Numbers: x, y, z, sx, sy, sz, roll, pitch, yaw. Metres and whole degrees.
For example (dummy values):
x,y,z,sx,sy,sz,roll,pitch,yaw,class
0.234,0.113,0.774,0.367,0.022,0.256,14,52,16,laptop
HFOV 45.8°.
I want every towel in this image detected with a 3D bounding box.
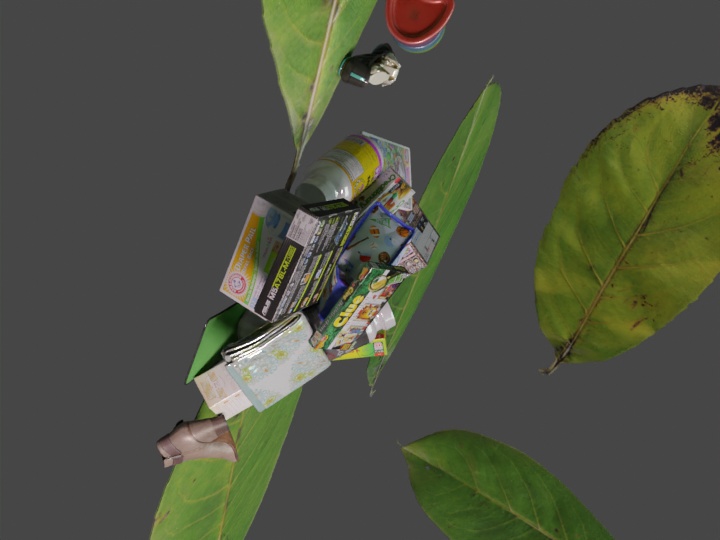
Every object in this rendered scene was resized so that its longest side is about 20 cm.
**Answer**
x,y,z,sx,sy,sz,roll,pitch,yaw,class
-0.153,0.168,1.585,0.171,0.048,0.200,-30,142,-6,towel

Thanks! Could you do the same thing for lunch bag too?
x,y,z,sx,sy,sz,roll,pitch,yaw,class
0.000,0.000,1.635,0.200,0.124,0.170,-52,175,-33,lunch bag

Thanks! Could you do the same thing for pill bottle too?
x,y,z,sx,sy,sz,roll,pitch,yaw,class
-0.043,-0.179,1.638,0.200,0.104,0.105,-46,161,-45,pill bottle
-0.038,0.110,1.743,0.199,0.116,0.116,-25,160,-6,pill bottle

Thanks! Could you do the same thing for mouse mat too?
x,y,z,sx,sy,sz,roll,pitch,yaw,class
-0.270,0.128,1.673,0.200,0.008,0.162,-37,154,-61,mouse mat

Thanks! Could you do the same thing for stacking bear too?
x,y,z,sx,sy,sz,roll,pitch,yaw,class
0.111,-0.464,1.606,0.114,0.121,0.200,-64,174,8,stacking bear

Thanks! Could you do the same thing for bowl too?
x,y,z,sx,sy,sz,roll,pitch,yaw,class
-0.174,0.094,1.801,0.200,0.074,0.200,-55,169,-24,bowl

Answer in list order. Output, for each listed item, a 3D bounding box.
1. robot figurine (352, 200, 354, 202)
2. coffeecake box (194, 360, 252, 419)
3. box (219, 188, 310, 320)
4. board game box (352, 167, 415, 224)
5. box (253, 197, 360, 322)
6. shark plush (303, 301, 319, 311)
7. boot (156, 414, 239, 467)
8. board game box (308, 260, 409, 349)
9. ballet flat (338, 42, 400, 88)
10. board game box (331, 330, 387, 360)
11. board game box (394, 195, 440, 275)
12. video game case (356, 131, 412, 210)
x,y,z,sx,sy,sz,roll,pitch,yaw,class
-0.066,-0.126,1.769,0.200,0.058,0.145,-49,164,-36,robot figurine
-0.217,0.212,1.715,0.199,0.073,0.154,-29,162,-8,coffeecake box
-0.154,-0.030,1.526,0.101,0.112,0.201,-26,143,-64,box
0.016,-0.117,1.750,0.200,0.035,0.126,-44,161,8,board game box
-0.088,-0.022,1.452,0.201,0.047,0.193,-65,167,18,box
-0.079,0.062,1.790,0.083,0.091,0.200,1,131,-41,shark plush
-0.329,0.357,1.718,0.146,0.070,0.201,-22,143,-12,boot
-0.004,0.067,1.549,0.104,0.023,0.200,9,126,-45,board game box
0.029,-0.369,1.573,0.200,0.068,0.068,-42,158,-54,ballet flat
-0.044,0.145,1.857,0.102,0.199,0.048,-91,173,-54,board game box
0.076,-0.102,1.948,0.097,0.200,0.160,-29,-165,28,board game box
0.054,-0.211,1.839,0.200,0.018,0.144,6,81,-57,video game case
